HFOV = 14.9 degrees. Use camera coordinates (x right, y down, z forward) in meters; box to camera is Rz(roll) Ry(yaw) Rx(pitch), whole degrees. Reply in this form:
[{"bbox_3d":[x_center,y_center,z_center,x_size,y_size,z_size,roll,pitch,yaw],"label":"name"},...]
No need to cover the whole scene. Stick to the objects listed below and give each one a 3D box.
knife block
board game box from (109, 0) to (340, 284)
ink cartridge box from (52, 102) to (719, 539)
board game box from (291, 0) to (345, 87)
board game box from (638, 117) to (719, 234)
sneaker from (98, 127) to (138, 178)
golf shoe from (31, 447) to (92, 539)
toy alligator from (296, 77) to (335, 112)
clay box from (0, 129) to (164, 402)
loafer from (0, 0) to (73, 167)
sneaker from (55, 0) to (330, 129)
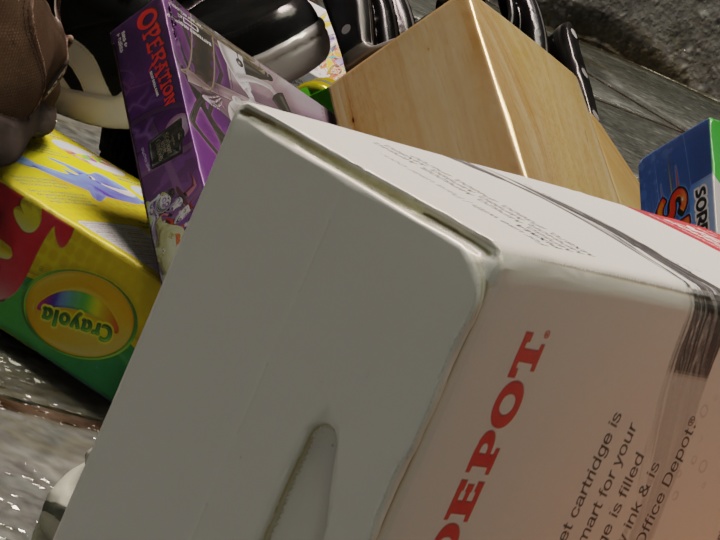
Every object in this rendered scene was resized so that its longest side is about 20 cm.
[{"bbox_3d":[0.030,-0.048,0.926,0.176,0.064,0.200,55,23,-2],"label":"knife block"},{"bbox_3d":[0.000,0.000,0.920,0.200,0.032,0.120,32,36,-43],"label":"board game box"},{"bbox_3d":[0.031,0.056,0.642,0.084,0.145,0.200,30,11,36],"label":"ink cartridge box"},{"bbox_3d":[0.050,-0.038,1.279,0.200,0.034,0.135,31,-20,32],"label":"board game box"},{"bbox_3d":[0.145,0.067,0.798,0.135,0.034,0.201,18,57,-31],"label":"board game box"},{"bbox_3d":[-0.041,-0.033,1.073,0.090,0.070,0.200,2,26,-23],"label":"sneaker"},{"bbox_3d":[-0.008,0.042,0.756,0.078,0.097,0.200,26,9,17],"label":"golf shoe"},{"bbox_3d":[-0.019,-0.049,1.142,0.200,0.054,0.059,-12,11,36],"label":"toy alligator"},{"bbox_3d":[-0.112,-0.016,0.935,0.200,0.048,0.115,30,10,29],"label":"clay box"},{"bbox_3d":[-0.122,-0.084,0.913,0.073,0.071,0.200,22,8,-13],"label":"loafer"},{"bbox_3d":[-0.103,-0.117,1.016,0.200,0.112,0.073,4,29,45],"label":"sneaker"}]
